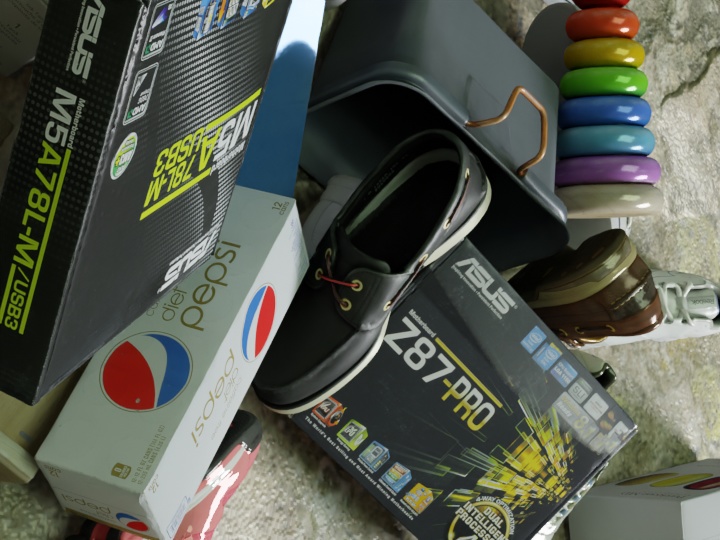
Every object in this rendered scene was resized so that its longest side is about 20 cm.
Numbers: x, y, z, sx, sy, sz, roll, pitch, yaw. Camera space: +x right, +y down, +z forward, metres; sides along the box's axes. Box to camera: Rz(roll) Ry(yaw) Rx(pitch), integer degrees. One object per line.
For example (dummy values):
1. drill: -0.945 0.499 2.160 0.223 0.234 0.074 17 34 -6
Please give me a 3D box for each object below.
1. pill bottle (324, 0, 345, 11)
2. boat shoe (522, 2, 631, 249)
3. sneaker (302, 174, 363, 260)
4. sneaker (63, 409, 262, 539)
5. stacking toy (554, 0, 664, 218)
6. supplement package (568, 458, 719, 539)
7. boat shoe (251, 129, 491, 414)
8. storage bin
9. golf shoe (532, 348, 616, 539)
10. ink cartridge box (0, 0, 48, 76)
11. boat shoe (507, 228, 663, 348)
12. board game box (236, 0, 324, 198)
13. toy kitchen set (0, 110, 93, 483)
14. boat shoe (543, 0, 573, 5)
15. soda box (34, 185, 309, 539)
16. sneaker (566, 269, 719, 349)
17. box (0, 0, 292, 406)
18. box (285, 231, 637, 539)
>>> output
1. pill bottle: -0.029 -0.276 0.913 0.116 0.115 0.201 35 63 -35
2. boat shoe: 0.178 -0.109 1.123 0.066 0.072 0.201 -14 92 -54
3. sneaker: 0.028 0.026 0.973 0.200 0.075 0.089 40 73 -28
4. sneaker: -0.121 0.163 0.817 0.200 0.073 0.087 -50 133 -32
5. stacking toy: 0.177 -0.140 1.046 0.085 0.085 0.201 0 88 -43
6. supplement package: 0.271 0.218 1.138 0.199 0.113 0.110 -4 89 -44
7. boat shoe: -0.002 -0.002 0.871 0.202 0.074 0.063 -49 152 -2
8. storage bin: 0.061 -0.110 0.974 0.200 0.145 0.135 37 51 -34
9. golf shoe: 0.130 0.148 1.026 0.078 0.097 0.201 24 70 -41
10. ink cartridge box: -0.118 -0.208 0.777 0.045 0.176 0.201 43 57 -25
11. boat shoe: 0.144 0.024 0.989 0.072 0.200 0.068 -41 96 -15
12. board game box: -0.104 -0.099 0.844 0.157 0.039 0.201 -11 124 -36
13. toy kitchen set: -0.205 0.046 0.662 0.200 0.180 0.164 47 57 -30
14. boat shoe: 0.133 -0.269 1.097 0.199 0.071 0.073 26 68 -38
15. soda box: -0.099 0.046 0.796 0.064 0.068 0.201 81 29 -52
16. sneaker: 0.233 0.024 1.146 0.199 0.087 0.075 -3 89 -42
17. box: -0.098 -0.063 0.662 0.200 0.047 0.194 -48 158 -64
18. box: 0.065 0.093 0.944 0.161 0.049 0.200 -45 113 -4
